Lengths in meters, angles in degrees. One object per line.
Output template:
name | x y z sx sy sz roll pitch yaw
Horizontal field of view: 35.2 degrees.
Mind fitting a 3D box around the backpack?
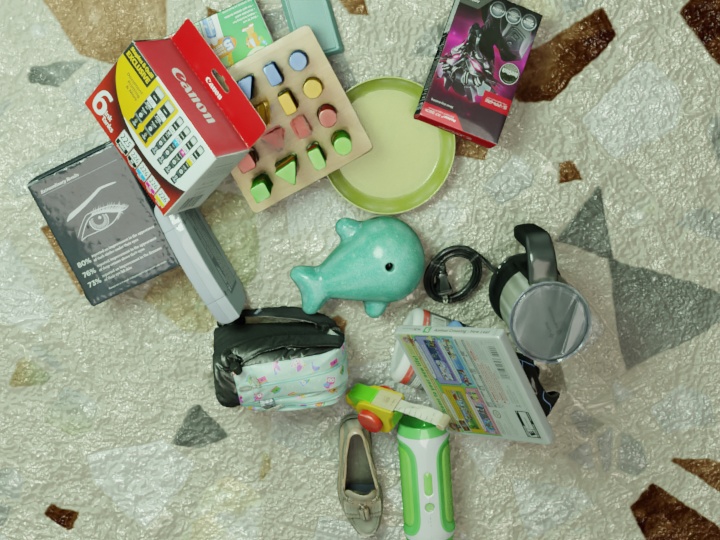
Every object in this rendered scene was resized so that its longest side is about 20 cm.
backpack | -0.116 0.136 1.683 0.198 0.167 0.128 -5 119 -5

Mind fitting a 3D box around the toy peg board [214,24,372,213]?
toy peg board | -0.111 -0.205 1.580 0.199 0.098 0.200 -28 103 3

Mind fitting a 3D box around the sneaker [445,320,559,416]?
sneaker | 0.202 0.136 1.622 0.078 0.070 0.200 -42 102 -8

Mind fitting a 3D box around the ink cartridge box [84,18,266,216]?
ink cartridge box | -0.250 -0.209 1.535 0.175 0.084 0.201 -42 80 32

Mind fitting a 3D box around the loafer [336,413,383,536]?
loafer | -0.004 0.327 1.767 0.071 0.063 0.202 -7 103 0

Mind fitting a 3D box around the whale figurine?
whale figurine | 0.000 0.000 1.664 0.199 0.104 0.160 -20 103 -7

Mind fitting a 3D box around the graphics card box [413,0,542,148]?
graphics card box | 0.167 -0.291 1.622 0.125 0.051 0.201 20 90 -9

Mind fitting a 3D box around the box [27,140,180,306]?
box | -0.360 -0.075 1.636 0.147 0.104 0.201 -24 103 3

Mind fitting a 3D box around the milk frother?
milk frother | 0.207 0.040 1.647 0.199 0.188 0.182 -24 102 3

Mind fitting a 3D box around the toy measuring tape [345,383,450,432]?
toy measuring tape | 0.058 0.219 1.706 0.199 0.073 0.074 13 107 38

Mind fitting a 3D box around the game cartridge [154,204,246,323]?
game cartridge | -0.230 -0.023 1.639 0.040 0.133 0.201 -28 102 4

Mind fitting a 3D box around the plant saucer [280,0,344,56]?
plant saucer | -0.083 -0.400 1.619 0.069 0.019 0.202 -16 102 1

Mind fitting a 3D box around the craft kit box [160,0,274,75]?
craft kit box | -0.201 -0.262 1.633 0.199 0.049 0.199 -24 106 3

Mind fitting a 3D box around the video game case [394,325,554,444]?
video game case | 0.159 0.158 1.585 0.022 0.181 0.201 -51 125 -35

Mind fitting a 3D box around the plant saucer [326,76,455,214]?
plant saucer | 0.039 -0.184 1.668 0.198 0.031 0.202 0 103 -2

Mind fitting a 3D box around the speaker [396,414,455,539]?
speaker | 0.102 0.326 1.761 0.088 0.088 0.202 -5 104 -2

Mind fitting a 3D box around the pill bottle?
pill bottle | 0.154 0.141 1.705 0.199 0.116 0.117 20 101 -7
